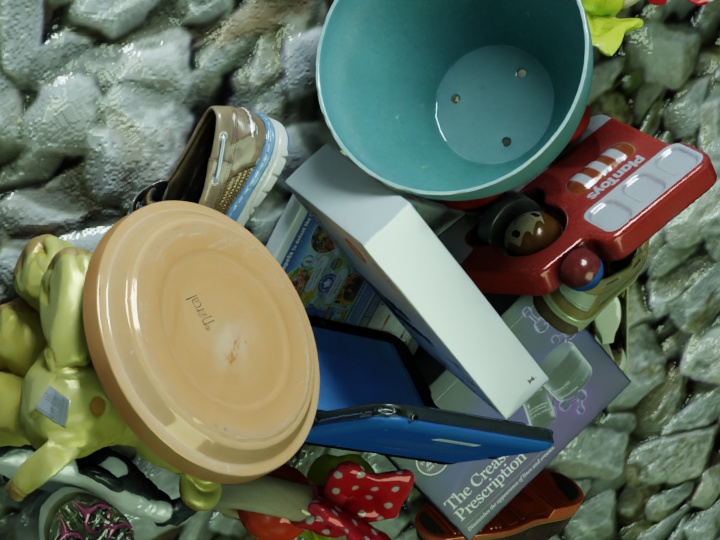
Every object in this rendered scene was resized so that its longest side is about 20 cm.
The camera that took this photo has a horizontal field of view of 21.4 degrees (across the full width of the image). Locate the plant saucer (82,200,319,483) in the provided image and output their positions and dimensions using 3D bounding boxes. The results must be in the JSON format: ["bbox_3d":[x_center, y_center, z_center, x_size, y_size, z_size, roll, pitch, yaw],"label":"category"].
[{"bbox_3d":[-0.100,0.045,1.295,0.032,0.200,0.200,-28,152,37],"label":"plant saucer"}]

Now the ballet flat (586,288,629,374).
[{"bbox_3d":[0.214,0.060,1.738,0.067,0.062,0.200,-9,128,-2],"label":"ballet flat"}]

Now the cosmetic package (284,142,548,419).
[{"bbox_3d":[0.042,0.007,1.439,0.052,0.151,0.200,-44,121,-6],"label":"cosmetic package"}]

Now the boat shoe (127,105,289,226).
[{"bbox_3d":[-0.132,-0.033,1.388,0.072,0.072,0.200,23,98,-38],"label":"boat shoe"}]

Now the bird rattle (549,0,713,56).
[{"bbox_3d":[0.205,-0.253,1.476,0.200,0.113,0.163,-35,121,-18],"label":"bird rattle"}]

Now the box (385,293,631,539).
[{"bbox_3d":[0.111,0.110,1.651,0.200,0.079,0.141,-44,112,-3],"label":"box"}]

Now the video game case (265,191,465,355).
[{"bbox_3d":[0.000,0.000,1.553,0.200,0.018,0.143,12,113,-44],"label":"video game case"}]

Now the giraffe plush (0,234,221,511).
[{"bbox_3d":[-0.160,0.081,1.328,0.162,0.200,0.173,16,108,-30],"label":"giraffe plush"}]

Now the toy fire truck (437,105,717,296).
[{"bbox_3d":[0.162,-0.050,1.520,0.200,0.168,0.112,-37,125,-15],"label":"toy fire truck"}]

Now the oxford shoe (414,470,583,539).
[{"bbox_3d":[0.127,0.245,1.807,0.200,0.071,0.073,-4,128,-38],"label":"oxford shoe"}]

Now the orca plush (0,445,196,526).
[{"bbox_3d":[-0.199,0.138,1.454,0.200,0.105,0.071,21,70,-31],"label":"orca plush"}]

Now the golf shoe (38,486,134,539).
[{"bbox_3d":[-0.214,0.218,1.472,0.073,0.092,0.200,-42,148,-17],"label":"golf shoe"}]

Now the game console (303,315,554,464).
[{"bbox_3d":[0.026,0.081,1.470,0.200,0.171,0.118,13,71,-45],"label":"game console"}]

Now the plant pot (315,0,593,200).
[{"bbox_3d":[0.083,-0.138,1.406,0.200,0.200,0.135,-50,159,3],"label":"plant pot"}]

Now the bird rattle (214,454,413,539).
[{"bbox_3d":[-0.045,0.199,1.537,0.200,0.163,0.113,70,31,-84],"label":"bird rattle"}]

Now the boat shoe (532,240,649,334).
[{"bbox_3d":[0.214,-0.019,1.613,0.076,0.072,0.200,-53,-179,37],"label":"boat shoe"}]
